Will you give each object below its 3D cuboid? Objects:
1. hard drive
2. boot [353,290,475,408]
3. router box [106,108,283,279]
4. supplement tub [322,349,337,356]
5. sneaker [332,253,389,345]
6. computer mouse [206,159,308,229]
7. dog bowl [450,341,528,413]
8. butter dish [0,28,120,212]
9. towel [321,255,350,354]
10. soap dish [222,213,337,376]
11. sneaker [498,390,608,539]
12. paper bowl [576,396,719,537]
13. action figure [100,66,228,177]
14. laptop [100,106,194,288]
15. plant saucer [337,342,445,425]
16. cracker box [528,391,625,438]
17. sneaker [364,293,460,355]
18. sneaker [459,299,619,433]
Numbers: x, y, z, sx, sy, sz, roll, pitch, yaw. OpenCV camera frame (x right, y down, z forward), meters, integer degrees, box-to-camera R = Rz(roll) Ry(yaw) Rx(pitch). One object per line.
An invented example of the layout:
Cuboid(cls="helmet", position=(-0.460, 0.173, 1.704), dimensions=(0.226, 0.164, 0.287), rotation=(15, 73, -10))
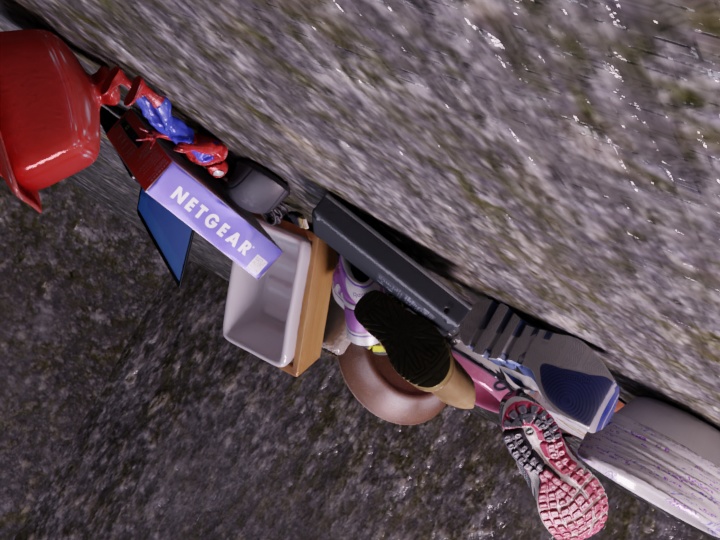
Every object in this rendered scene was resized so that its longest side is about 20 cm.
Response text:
Cuboid(cls="hard drive", position=(0.031, -0.003, 1.328), dimensions=(0.200, 0.033, 0.140), rotation=(38, 174, 3))
Cuboid(cls="boot", position=(0.092, 0.116, 1.422), dimensions=(0.200, 0.066, 0.175), rotation=(46, -177, -47))
Cuboid(cls="router box", position=(-0.205, -0.096, 1.462), dimensions=(0.200, 0.049, 0.180), rotation=(41, -176, -37))
Cuboid(cls="supplement tub", position=(-0.014, 0.085, 1.937), dimensions=(0.122, 0.123, 0.200), rotation=(31, 173, -16))
Cuboid(cls="sneaker", position=(0.001, 0.000, 1.529), dimensions=(0.072, 0.115, 0.201), rotation=(-10, -155, -6))
Cuboid(cls="computer mouse", position=(-0.118, -0.081, 1.448), dimensions=(0.140, 0.046, 0.200), rotation=(35, 172, -22))
Cuboid(cls="dog bowl", position=(0.149, 0.124, 1.635), dimensions=(0.199, 0.074, 0.200), rotation=(31, 167, 8))
Cuboid(cls="butter dish", position=(-0.331, -0.179, 1.276), dimensions=(0.199, 0.147, 0.201), rotation=(160, 92, -81))
Cuboid(cls="towel", position=(-0.058, 0.038, 1.730), dimensions=(0.200, 0.133, 0.034), rotation=(24, 168, 45))
Cuboid(cls="soap dish", position=(-0.111, 0.026, 1.657), dimensions=(0.081, 0.201, 0.157), rotation=(-4, -161, -44))
Cuboid(cls="sneaker", position=(0.224, 0.225, 1.375), dimensions=(0.201, 0.080, 0.075), rotation=(63, -176, -15))
Cuboid(cls="paper bowl", position=(0.364, 0.222, 1.398), dimensions=(0.200, 0.105, 0.201), rotation=(29, 174, 3))
Cuboid(cls="action figure", position=(-0.204, -0.152, 1.307), dimensions=(0.065, 0.052, 0.200), rotation=(21, 172, 35))
Cuboid(cls="laptop", position=(-0.301, -0.102, 1.597), dimensions=(0.200, 0.103, 0.177), rotation=(36, -167, -50))
Cuboid(cls="plant saucer", position=(0.061, 0.121, 1.718), dimensions=(0.200, 0.201, 0.037), rotation=(31, 143, -15))
Cuboid(cls="cracker box", position=(0.315, 0.200, 1.652), dimensions=(0.134, 0.058, 0.200), rotation=(33, 172, -26))
Cuboid(cls="sneaker", position=(0.072, 0.053, 1.555), dimensions=(0.199, 0.085, 0.074), rotation=(-10, 135, 45))
Cuboid(cls="sneaker", position=(0.214, 0.107, 1.350), dimensions=(0.199, 0.081, 0.115), rotation=(34, -179, 33))
